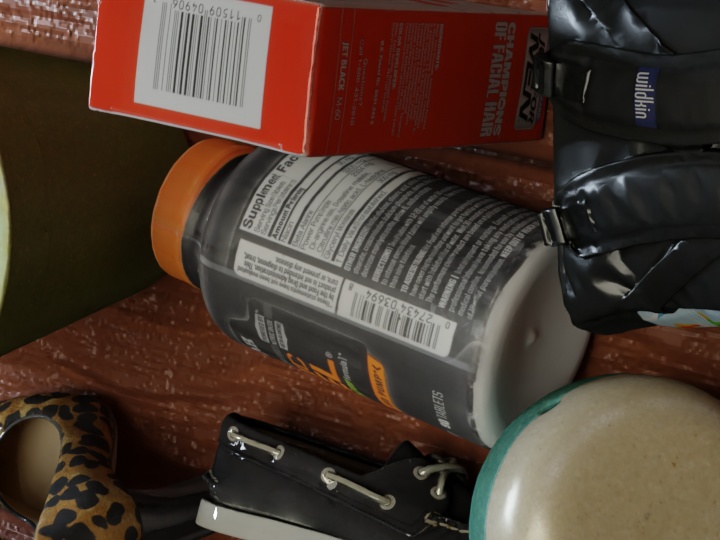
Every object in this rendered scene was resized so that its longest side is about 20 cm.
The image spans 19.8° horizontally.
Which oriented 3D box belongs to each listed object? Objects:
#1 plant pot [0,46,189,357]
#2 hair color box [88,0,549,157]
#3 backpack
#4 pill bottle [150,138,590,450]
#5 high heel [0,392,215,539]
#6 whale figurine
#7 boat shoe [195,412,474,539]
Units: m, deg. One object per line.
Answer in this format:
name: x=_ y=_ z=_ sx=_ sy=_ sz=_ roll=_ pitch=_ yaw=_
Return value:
plant pot: x=-0.183 y=-0.037 z=1.010 sx=0.199 sy=0.190 sz=0.201 roll=6 pitch=101 yaw=32
hair color box: x=-0.010 y=-0.090 z=0.882 sx=0.111 sy=0.200 sz=0.064 roll=14 pitch=103 yaw=31
backpack: x=0.183 y=-0.054 z=0.809 sx=0.200 sy=0.153 sz=0.164 roll=-1 pitch=94 yaw=55
pill bottle: x=0.000 y=0.000 z=0.946 sx=0.200 sy=0.106 sz=0.107 roll=21 pitch=108 yaw=30
high heel: x=-0.176 y=0.110 z=1.053 sx=0.199 sy=0.142 sz=0.072 roll=11 pitch=103 yaw=31
whale figurine: x=0.126 y=0.138 z=0.884 sx=0.200 sy=0.159 sz=0.104 roll=56 pitch=164 yaw=-12
boat shoe: x=0.016 y=0.110 z=0.974 sx=0.199 sy=0.074 sz=0.061 roll=8 pitch=87 yaw=29
